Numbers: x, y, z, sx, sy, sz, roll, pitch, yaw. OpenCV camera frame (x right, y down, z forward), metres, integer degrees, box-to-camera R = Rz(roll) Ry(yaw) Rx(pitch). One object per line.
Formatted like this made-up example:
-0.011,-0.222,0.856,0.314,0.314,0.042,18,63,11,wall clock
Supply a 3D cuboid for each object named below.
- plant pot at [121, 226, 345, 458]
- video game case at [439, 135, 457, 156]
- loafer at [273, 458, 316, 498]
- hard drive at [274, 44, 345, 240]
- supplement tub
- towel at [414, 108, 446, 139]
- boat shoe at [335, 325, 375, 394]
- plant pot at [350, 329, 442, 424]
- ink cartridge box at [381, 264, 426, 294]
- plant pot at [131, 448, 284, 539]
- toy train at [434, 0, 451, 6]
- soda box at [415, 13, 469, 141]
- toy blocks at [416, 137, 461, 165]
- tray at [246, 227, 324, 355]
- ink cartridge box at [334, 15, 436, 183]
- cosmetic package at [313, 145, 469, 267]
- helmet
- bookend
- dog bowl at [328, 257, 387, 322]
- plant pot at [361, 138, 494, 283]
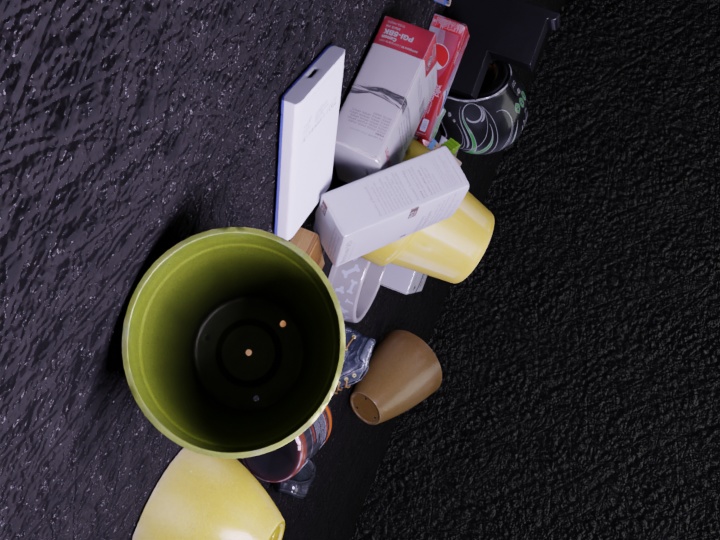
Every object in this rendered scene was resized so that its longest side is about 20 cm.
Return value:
-0.118,0.077,0.845,0.193,0.198,0.203,114,0,-80,plant pot
0.202,-0.264,2.052,0.200,0.022,0.185,-31,141,-72,video game case
-0.121,0.386,1.612,0.201,0.067,0.072,53,51,-82,loafer
-0.063,-0.152,1.034,0.202,0.025,0.133,99,17,-45,hard drive
-0.106,0.248,1.333,0.200,0.106,0.109,-26,136,-72,supplement tub
0.117,-0.263,1.650,0.200,0.030,0.151,-16,125,-75,towel
-0.046,0.200,1.559,0.071,0.090,0.203,60,52,-75,boat shoe
0.070,0.277,2.070,0.200,0.185,0.188,-39,151,-40,plant pot
0.108,-0.031,1.872,0.200,0.083,0.147,-3,114,-77,ink cartridge box
-0.177,0.329,1.063,0.200,0.140,0.203,21,90,-78,plant pot
0.140,-0.498,1.340,0.046,0.034,0.201,-57,164,-31,toy train
0.126,-0.334,1.485,0.070,0.063,0.203,8,103,-78,soda box
0.108,-0.170,1.593,0.201,0.100,0.136,-54,157,9,toy blocks
-0.108,0.051,1.160,0.099,0.037,0.202,83,30,-67,tray
0.034,-0.227,1.203,0.147,0.082,0.202,74,39,-72,ink cartridge box
0.041,-0.087,1.161,0.198,0.075,0.102,-25,163,-18,cosmetic package
0.258,-0.342,1.813,0.202,0.197,0.192,-62,150,-27,helmet
0.237,-0.394,1.557,0.092,0.197,0.202,-13,123,-75,bookend
0.000,0.000,1.505,0.200,0.058,0.203,22,89,-79,dog bowl
0.102,-0.081,1.353,0.202,0.187,0.202,-58,-166,22,plant pot
